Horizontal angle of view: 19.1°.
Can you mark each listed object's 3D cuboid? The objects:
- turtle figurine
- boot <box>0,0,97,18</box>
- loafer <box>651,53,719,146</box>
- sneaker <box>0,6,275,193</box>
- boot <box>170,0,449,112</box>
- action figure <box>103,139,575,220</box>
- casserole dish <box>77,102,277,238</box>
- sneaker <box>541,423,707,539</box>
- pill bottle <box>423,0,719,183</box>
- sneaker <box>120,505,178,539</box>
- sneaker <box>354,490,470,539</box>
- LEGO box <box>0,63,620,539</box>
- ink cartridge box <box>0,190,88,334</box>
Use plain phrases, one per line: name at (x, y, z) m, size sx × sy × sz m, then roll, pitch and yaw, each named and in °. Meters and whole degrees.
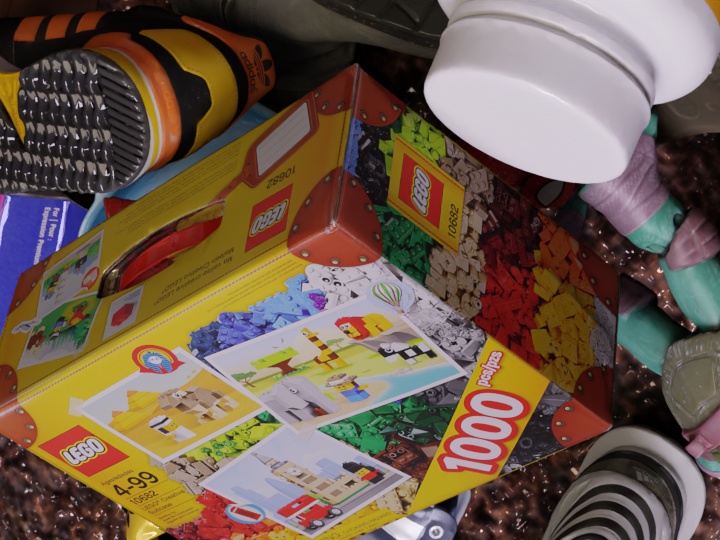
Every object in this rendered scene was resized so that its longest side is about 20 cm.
turtle figurine at (0.161, 0.034, 0.850) m, size 0.200 × 0.101 × 0.150 m, roll 41°, pitch 123°, yaw 2°
boot at (-0.199, -0.165, 1.012) m, size 0.146 × 0.070 × 0.201 m, roll 21°, pitch 116°, yaw 28°
loafer at (0.118, -0.093, 0.858) m, size 0.199 × 0.068 × 0.076 m, roll 4°, pitch 148°, yaw 40°
sneaker at (-0.115, -0.076, 0.903) m, size 0.200 × 0.090 × 0.070 m, roll 11°, pitch 117°, yaw 52°
boot at (-0.011, -0.105, 0.901) m, size 0.199 × 0.068 × 0.131 m, roll 24°, pitch 152°, yaw 33°
action figure at (0.000, 0.000, 0.898) m, size 0.199 × 0.065 × 0.100 m, roll -13°, pitch 80°, yaw -7°
casserole dish at (-0.035, 0.009, 0.961) m, size 0.121 × 0.039 × 0.200 m, roll -43°, pitch 99°, yaw 11°
sneaker at (0.078, 0.168, 0.934) m, size 0.075 × 0.115 × 0.201 m, roll 29°, pitch 128°, yaw 17°
pill bottle at (0.094, -0.137, 0.773) m, size 0.109 × 0.109 × 0.201 m, roll 16°, pitch 72°, yaw 23°
sneaker at (-0.092, 0.086, 1.011) m, size 0.200 × 0.090 × 0.070 m, roll 41°, pitch 144°, yaw 9°
sneaker at (0.025, 0.161, 0.941) m, size 0.108 × 0.070 × 0.200 m, roll -35°, pitch 95°, yaw 12°
LEGO box at (-0.023, 0.029, 0.820) m, size 0.149 × 0.077 × 0.200 m, roll 35°, pitch 135°, yaw -30°
ink cartridge box at (-0.201, -0.015, 1.043) m, size 0.199 × 0.037 × 0.095 m, roll 28°, pitch 113°, yaw 34°
